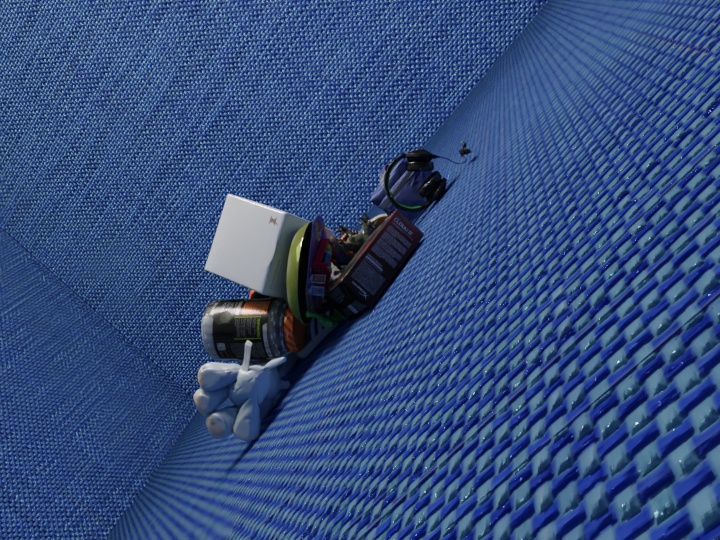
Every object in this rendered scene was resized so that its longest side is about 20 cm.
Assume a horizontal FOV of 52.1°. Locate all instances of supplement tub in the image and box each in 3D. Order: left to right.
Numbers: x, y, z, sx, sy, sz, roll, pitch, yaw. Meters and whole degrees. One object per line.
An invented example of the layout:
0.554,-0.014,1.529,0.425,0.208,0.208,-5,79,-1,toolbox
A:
-0.217,0.120,1.517,0.194,0.126,0.123,-2,21,13,supplement tub

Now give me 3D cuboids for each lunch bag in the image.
0.102,-0.199,1.744,0.136,0.132,0.200,-47,6,18,lunch bag

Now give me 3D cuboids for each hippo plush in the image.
-0.232,0.227,1.462,0.161,0.156,0.205,-7,-61,-81,hippo plush

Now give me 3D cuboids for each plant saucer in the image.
-0.113,0.005,1.452,0.200,0.030,0.206,3,-90,-82,plant saucer

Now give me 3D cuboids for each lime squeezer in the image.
-0.048,0.074,1.483,0.198,0.037,0.073,-27,-55,-45,lime squeezer

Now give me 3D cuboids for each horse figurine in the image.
0.000,0.000,1.565,0.130,0.051,0.200,-23,-10,-16,horse figurine

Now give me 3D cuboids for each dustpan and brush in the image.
-0.182,0.208,1.694,0.140,0.057,0.201,-51,21,16,dustpan and brush

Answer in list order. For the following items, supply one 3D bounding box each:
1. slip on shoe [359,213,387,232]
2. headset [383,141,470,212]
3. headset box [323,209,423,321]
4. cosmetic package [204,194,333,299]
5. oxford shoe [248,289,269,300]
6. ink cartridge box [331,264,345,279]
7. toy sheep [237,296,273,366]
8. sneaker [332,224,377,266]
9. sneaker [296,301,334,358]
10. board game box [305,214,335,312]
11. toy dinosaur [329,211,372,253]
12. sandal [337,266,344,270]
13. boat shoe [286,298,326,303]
0.019,-0.064,1.857,0.202,0.075,0.061,-56,9,21,slip on shoe
0.144,-0.207,1.572,0.197,0.126,0.094,-29,6,-1,headset
0.029,-0.015,1.397,0.201,0.075,0.149,-52,5,-20,headset box
-0.188,-0.043,1.557,0.199,0.163,0.172,18,-89,-61,cosmetic package
-0.221,0.103,1.748,0.069,0.204,0.073,-13,37,-10,oxford shoe
-0.126,0.021,1.796,0.145,0.199,0.146,-49,4,18,ink cartridge box
-0.228,0.151,1.642,0.204,0.136,0.138,-62,7,-5,toy sheep
-0.003,-0.052,1.645,0.078,0.077,0.198,-35,-14,30,sneaker
-0.091,0.095,1.581,0.200,0.084,0.075,-47,5,14,sneaker
-0.071,-0.008,1.491,0.158,0.038,0.206,53,-138,-77,board game box
0.004,-0.075,1.530,0.196,0.088,0.048,-13,-48,-33,toy dinosaur
-0.025,-0.022,1.748,0.079,0.056,0.200,-8,-11,12,sandal
-0.119,0.047,1.699,0.074,0.195,0.063,76,-147,-46,boat shoe
